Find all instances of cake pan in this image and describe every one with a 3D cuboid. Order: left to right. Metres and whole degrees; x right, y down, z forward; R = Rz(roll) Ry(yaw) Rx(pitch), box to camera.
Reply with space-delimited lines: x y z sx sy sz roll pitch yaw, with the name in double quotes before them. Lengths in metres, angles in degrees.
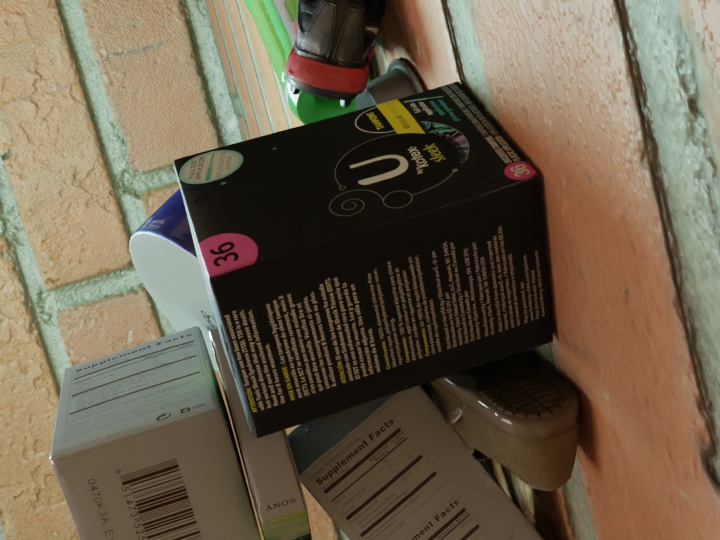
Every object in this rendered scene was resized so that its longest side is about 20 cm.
"cake pan" 0.039 -0.069 0.985 0.200 0.037 0.201 163 90 -82

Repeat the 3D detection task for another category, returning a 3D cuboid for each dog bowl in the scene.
"dog bowl" -0.086 0.020 0.957 0.200 0.079 0.200 37 155 20

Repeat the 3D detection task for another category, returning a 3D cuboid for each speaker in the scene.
"speaker" -0.052 -0.221 1.142 0.089 0.088 0.200 82 169 -49

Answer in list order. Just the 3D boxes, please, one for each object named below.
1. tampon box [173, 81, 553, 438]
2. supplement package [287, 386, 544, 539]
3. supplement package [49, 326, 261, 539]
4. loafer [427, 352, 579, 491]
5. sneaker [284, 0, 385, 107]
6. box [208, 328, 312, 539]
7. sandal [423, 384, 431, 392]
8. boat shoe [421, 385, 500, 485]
"tampon box" -0.001 -0.013 0.770 0.150 0.199 0.127 -119 14 -55
"supplement package" 0.048 0.179 0.915 0.200 0.109 0.114 51 177 -10
"supplement package" -0.149 0.135 0.886 0.200 0.117 0.117 -131 24 -74
"loafer" 0.088 0.090 0.820 0.200 0.076 0.068 -130 31 -72
"sneaker" -0.017 -0.207 0.978 0.201 0.070 0.098 -86 10 -64
"box" -0.068 0.143 0.891 0.200 0.036 0.145 86 166 -63
"sandal" 0.065 0.062 0.997 0.075 0.045 0.200 39 -175 -9
"boat shoe" 0.075 0.149 1.051 0.072 0.067 0.201 104 145 -64
